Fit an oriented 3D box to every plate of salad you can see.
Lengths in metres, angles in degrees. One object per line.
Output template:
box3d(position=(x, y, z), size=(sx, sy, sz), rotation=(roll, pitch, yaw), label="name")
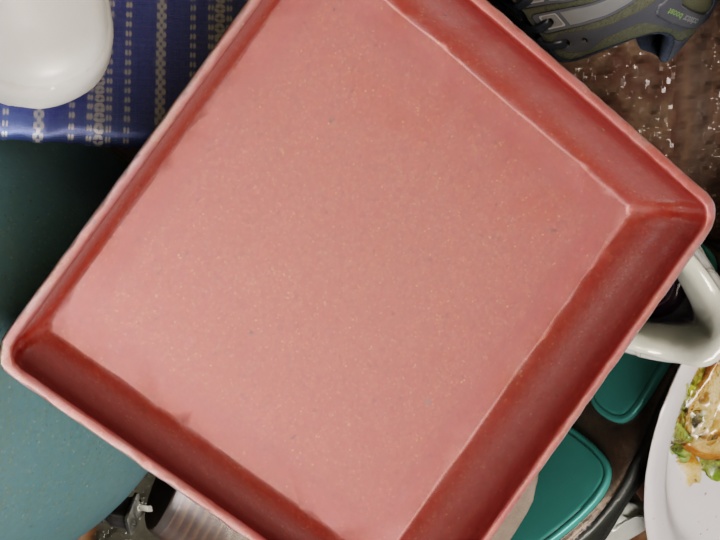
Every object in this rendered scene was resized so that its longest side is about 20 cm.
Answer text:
box3d(position=(0.202, 0.062, 1.048), size=(0.199, 0.048, 0.201), rotation=(-24, 128, -34), label="plate of salad")

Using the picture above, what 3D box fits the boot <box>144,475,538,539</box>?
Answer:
box3d(position=(0.008, 0.061, 0.963), size=(0.146, 0.070, 0.201), rotation=(20, 113, -23), label="boot")

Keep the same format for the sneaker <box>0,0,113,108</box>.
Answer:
box3d(position=(-0.141, -0.153, 0.810), size=(0.075, 0.088, 0.201), rotation=(-23, 82, -18), label="sneaker")

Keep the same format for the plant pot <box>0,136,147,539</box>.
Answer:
box3d(position=(-0.176, 0.038, 0.860), size=(0.199, 0.135, 0.201), rotation=(4, 108, 12), label="plant pot")

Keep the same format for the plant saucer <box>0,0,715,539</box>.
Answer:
box3d(position=(0.000, 0.000, 0.844), size=(0.199, 0.037, 0.200), rotation=(37, 86, -25), label="plant saucer")

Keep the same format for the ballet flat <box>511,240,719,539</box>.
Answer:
box3d(position=(0.115, 0.079, 1.052), size=(0.068, 0.068, 0.200), rotation=(34, 99, -39), label="ballet flat")

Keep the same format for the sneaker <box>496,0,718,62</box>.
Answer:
box3d(position=(0.071, -0.124, 0.939), size=(0.199, 0.074, 0.081), rotation=(7, 116, -29), label="sneaker")

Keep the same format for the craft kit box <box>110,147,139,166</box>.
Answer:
box3d(position=(-0.036, -0.039, 0.968), size=(0.197, 0.049, 0.200), rotation=(40, 96, -24), label="craft kit box")

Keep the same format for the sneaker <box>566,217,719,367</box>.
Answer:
box3d(position=(0.073, -0.030, 0.927), size=(0.199, 0.100, 0.075), rotation=(32, 102, -24), label="sneaker")

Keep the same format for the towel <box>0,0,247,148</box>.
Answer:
box3d(position=(-0.129, -0.116, 0.856), size=(0.199, 0.024, 0.146), rotation=(3, 69, -8), label="towel")

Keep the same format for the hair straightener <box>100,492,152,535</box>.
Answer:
box3d(position=(-0.111, 0.068, 0.953), size=(0.077, 0.041, 0.201), rotation=(32, 115, 1), label="hair straightener")
